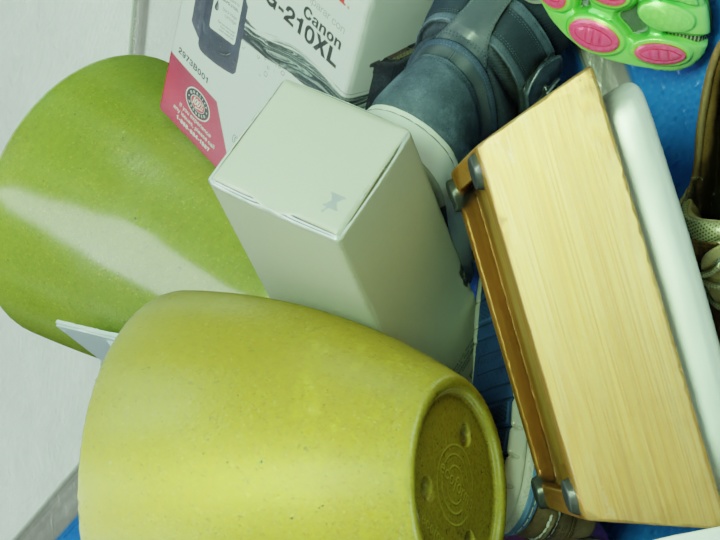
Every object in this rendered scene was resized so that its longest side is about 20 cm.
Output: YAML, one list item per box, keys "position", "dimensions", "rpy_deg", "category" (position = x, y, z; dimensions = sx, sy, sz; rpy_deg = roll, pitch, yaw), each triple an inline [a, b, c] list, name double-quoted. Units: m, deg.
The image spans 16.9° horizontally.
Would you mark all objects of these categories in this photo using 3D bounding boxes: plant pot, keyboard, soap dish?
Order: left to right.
- position: [-0.109, 0.077, 1.446]
  dimensions: [0.056, 0.200, 0.011]
  rpy_deg: [18, 74, 35]
  category: "keyboard"
- position: [-0.091, -0.008, 1.436]
  dimensions: [0.199, 0.186, 0.188]
  rpy_deg: [28, 117, 38]
  category: "plant pot"
- position: [-0.016, 0.104, 1.113]
  dimensions: [0.141, 0.200, 0.202]
  rpy_deg: [-5, 88, 27]
  category: "plant pot"
- position: [0.102, 0.020, 1.078]
  dimensions: [0.157, 0.081, 0.201]
  rpy_deg: [143, 111, -86]
  category: "soap dish"

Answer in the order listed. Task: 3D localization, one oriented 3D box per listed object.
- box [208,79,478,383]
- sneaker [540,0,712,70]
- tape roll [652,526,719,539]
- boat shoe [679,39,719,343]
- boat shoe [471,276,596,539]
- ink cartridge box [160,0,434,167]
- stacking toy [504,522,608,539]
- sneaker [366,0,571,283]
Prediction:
- position: [0.000, 0.000, 1.185]
  dimensions: [0.082, 0.069, 0.200]
  rpy_deg: [25, 157, 27]
  category: "box"
- position: [0.103, -0.173, 1.176]
  dimensions: [0.200, 0.084, 0.077]
  rpy_deg: [44, 129, 26]
  category: "sneaker"
- position: [0.123, 0.169, 1.053]
  dimensions: [0.202, 0.201, 0.071]
  rpy_deg: [-39, 60, 53]
  category: "tape roll"
- position: [0.170, -0.016, 1.075]
  dimensions: [0.076, 0.073, 0.201]
  rpy_deg: [23, 112, 56]
  category: "boat shoe"
- position: [0.099, 0.036, 1.193]
  dimensions: [0.072, 0.072, 0.201]
  rpy_deg: [-13, 62, 64]
  category: "boat shoe"
- position: [-0.025, -0.132, 1.323]
  dimensions: [0.145, 0.084, 0.201]
  rpy_deg: [46, 141, 28]
  category: "ink cartridge box"
- position: [0.067, 0.099, 1.259]
  dimensions: [0.086, 0.085, 0.201]
  rpy_deg: [-63, 38, 39]
  category: "stacking toy"
- position: [0.055, -0.076, 1.250]
  dimensions: [0.147, 0.077, 0.203]
  rpy_deg: [-59, -11, -19]
  category: "sneaker"
